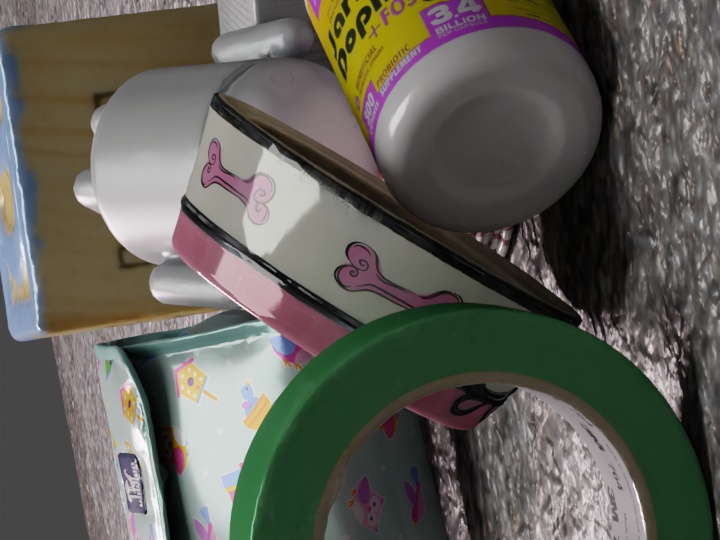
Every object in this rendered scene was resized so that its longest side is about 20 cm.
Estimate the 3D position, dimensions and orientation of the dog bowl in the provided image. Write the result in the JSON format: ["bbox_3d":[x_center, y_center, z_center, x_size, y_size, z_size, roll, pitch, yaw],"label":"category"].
[{"bbox_3d":[0.000,0.000,1.292,0.074,0.199,0.200,-59,21,5],"label":"dog bowl"}]

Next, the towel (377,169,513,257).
[{"bbox_3d":[0.038,-0.041,1.482,0.200,0.030,0.147,103,156,-58],"label":"towel"}]

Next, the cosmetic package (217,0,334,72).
[{"bbox_3d":[-0.038,-0.109,1.669,0.102,0.074,0.201,-130,32,-65],"label":"cosmetic package"}]

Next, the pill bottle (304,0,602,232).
[{"bbox_3d":[0.033,-0.115,1.289,0.200,0.104,0.105,-114,20,-48],"label":"pill bottle"}]

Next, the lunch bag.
[{"bbox_3d":[-0.067,0.109,1.591,0.199,0.122,0.172,-9,93,37],"label":"lunch bag"}]

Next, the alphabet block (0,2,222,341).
[{"bbox_3d":[-0.139,-0.065,1.845,0.195,0.199,0.198,173,88,-78],"label":"alphabet block"}]

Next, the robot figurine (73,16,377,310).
[{"bbox_3d":[-0.071,-0.060,1.562,0.199,0.113,0.171,0,74,44],"label":"robot figurine"}]

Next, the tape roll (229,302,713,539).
[{"bbox_3d":[0.046,0.115,1.168,0.048,0.199,0.202,-169,71,-76],"label":"tape roll"}]
